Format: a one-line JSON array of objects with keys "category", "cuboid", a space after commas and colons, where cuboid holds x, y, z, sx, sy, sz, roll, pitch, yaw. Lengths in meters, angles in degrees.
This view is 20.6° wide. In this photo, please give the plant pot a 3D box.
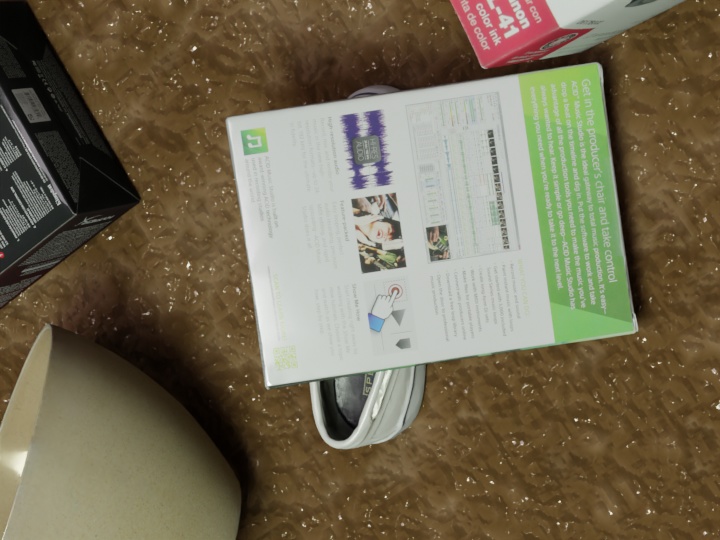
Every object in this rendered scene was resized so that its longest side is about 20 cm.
[{"category": "plant pot", "cuboid": [-0.145, 0.145, 1.137, 0.134, 0.200, 0.201, 17, 108, -14]}]

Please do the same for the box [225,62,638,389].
[{"category": "box", "cuboid": [0.037, -0.024, 1.042, 0.199, 0.036, 0.145, -8, 94, 0]}]

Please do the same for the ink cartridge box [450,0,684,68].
[{"category": "ink cartridge box", "cuboid": [0.149, -0.177, 0.949, 0.199, 0.147, 0.086, -24, 87, 28]}]

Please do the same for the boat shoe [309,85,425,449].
[{"category": "boat shoe", "cuboid": [0.000, 0.000, 1.094, 0.072, 0.066, 0.201, 11, 103, 24]}]

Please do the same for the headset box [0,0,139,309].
[{"category": "headset box", "cuboid": [-0.256, -0.047, 1.207, 0.200, 0.075, 0.149, -35, 81, 26]}]
